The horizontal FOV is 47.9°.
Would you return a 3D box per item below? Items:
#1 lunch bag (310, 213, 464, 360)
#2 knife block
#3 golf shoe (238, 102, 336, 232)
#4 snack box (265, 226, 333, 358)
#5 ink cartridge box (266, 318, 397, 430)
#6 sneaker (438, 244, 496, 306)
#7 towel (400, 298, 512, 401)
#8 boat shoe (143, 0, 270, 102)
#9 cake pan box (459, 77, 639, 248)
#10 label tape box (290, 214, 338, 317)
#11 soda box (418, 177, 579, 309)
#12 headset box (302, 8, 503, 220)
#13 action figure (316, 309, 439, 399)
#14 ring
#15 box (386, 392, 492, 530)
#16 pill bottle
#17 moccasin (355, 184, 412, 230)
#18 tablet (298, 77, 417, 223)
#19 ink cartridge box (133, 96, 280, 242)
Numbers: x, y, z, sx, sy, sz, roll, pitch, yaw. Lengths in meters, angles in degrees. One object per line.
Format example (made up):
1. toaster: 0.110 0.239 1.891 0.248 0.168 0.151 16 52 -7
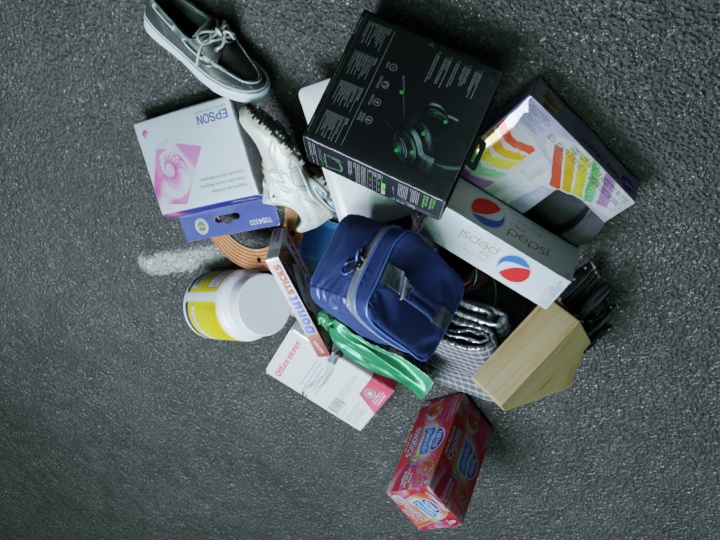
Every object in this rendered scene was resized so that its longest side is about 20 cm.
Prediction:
1. lunch bag: 0.041 0.020 1.055 0.131 0.138 0.199 17 167 41
2. knife block: 0.256 0.081 1.084 0.064 0.198 0.178 40 129 42
3. golf shoe: -0.112 -0.135 1.120 0.097 0.079 0.200 -38 110 13
4. snack box: -0.087 0.036 1.209 0.024 0.072 0.202 -14 127 15
5. ink cartridge box: -0.043 0.163 1.386 0.198 0.085 0.145 32 135 -3
6. sneaker: 0.144 0.003 1.155 0.076 0.084 0.202 0 129 27
7. towel: 0.132 0.107 1.191 0.198 0.086 0.166 16 153 34
8. boat shoe: -0.200 -0.304 1.075 0.199 0.074 0.068 41 149 2
9. cake pan box: 0.226 -0.114 1.040 0.200 0.053 0.184 43 136 -12
10. label tape box: -0.049 0.000 1.264 0.142 0.064 0.202 19 134 10
11. soda box: 0.179 -0.038 1.046 0.198 0.068 0.064 31 137 -1
12. headset box: 0.057 -0.181 0.971 0.197 0.176 0.093 24 171 5
13. action figure: 0.020 0.116 1.195 0.198 0.055 0.118 32 156 6
14. ring: -0.165 -0.099 1.229 0.197 0.019 0.204 10 113 26
15. box: 0.136 0.314 1.344 0.095 0.201 0.100 -21 117 40
16. pill bottle: -0.201 0.056 1.312 0.115 0.115 0.199 52 152 -21
17. moccasin: 0.000 -0.126 1.130 0.201 0.078 0.074 44 108 -7
18. tablet: 0.007 -0.160 1.070 0.128 0.014 0.203 -15 105 11
19. ink cartridge box: -0.231 -0.145 1.210 0.194 0.043 0.203 -8 104 31
